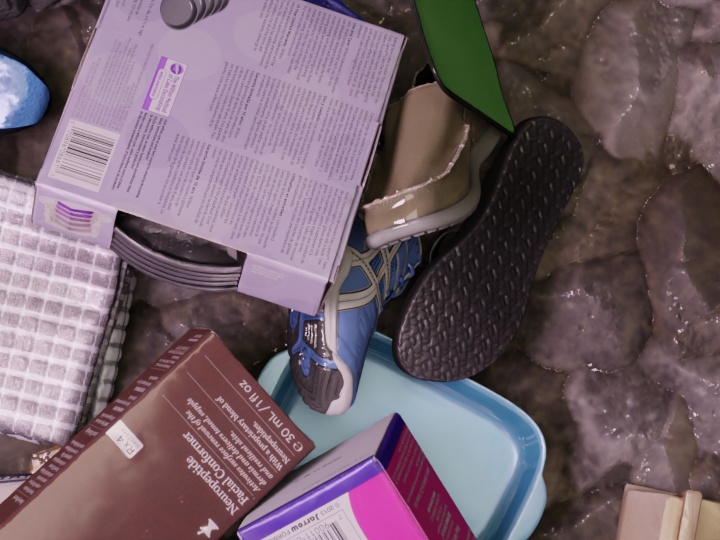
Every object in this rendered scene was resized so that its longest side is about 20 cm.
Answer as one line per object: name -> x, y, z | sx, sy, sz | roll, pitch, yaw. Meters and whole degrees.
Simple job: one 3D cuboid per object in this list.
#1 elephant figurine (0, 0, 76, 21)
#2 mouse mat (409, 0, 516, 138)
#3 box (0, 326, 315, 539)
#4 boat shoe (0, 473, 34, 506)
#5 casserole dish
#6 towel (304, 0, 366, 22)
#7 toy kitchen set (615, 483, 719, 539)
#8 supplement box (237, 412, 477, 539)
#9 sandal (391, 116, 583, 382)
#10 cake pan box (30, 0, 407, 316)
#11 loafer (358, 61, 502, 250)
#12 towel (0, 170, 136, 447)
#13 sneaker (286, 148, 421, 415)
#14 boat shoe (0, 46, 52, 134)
elephant figurine -> -0.231, -0.266, 1.454 | 0.141, 0.155, 0.200 | -20, 81, -15
mouse mat -> 0.046, -0.186, 1.456 | 0.008, 0.161, 0.201 | -20, 74, 17
box -> -0.136, 0.136, 1.415 | 0.200, 0.075, 0.100 | -44, 100, -9
boat shoe -> -0.270, 0.133, 1.470 | 0.199, 0.075, 0.093 | -5, 52, -22
casserole dish -> 0.024, 0.115, 1.494 | 0.200, 0.039, 0.121 | 27, 84, 1
towel -> -0.090, -0.112, 1.466 | 0.147, 0.050, 0.200 | 22, 58, 8
toy kitchen set -> 0.248, 0.162, 1.421 | 0.163, 0.180, 0.201 | 11, 80, 1
supplement box -> 0.026, 0.205, 1.422 | 0.101, 0.103, 0.200 | -29, 97, 14
sandal -> 0.080, -0.010, 1.503 | 0.075, 0.045, 0.200 | 40, 67, -22
cake pan box -> -0.083, -0.084, 1.399 | 0.184, 0.052, 0.200 | 16, 59, -2
loafer -> 0.035, -0.076, 1.439 | 0.075, 0.200, 0.070 | -19, 110, 20
towel -> -0.245, 0.014, 1.475 | 0.199, 0.086, 0.166 | 14, 85, 0
sneaker -> 0.000, 0.000, 1.462 | 0.077, 0.076, 0.201 | 15, 58, -15
boat shoe -> -0.295, -0.131, 1.501 | 0.200, 0.069, 0.084 | 28, 93, 3
